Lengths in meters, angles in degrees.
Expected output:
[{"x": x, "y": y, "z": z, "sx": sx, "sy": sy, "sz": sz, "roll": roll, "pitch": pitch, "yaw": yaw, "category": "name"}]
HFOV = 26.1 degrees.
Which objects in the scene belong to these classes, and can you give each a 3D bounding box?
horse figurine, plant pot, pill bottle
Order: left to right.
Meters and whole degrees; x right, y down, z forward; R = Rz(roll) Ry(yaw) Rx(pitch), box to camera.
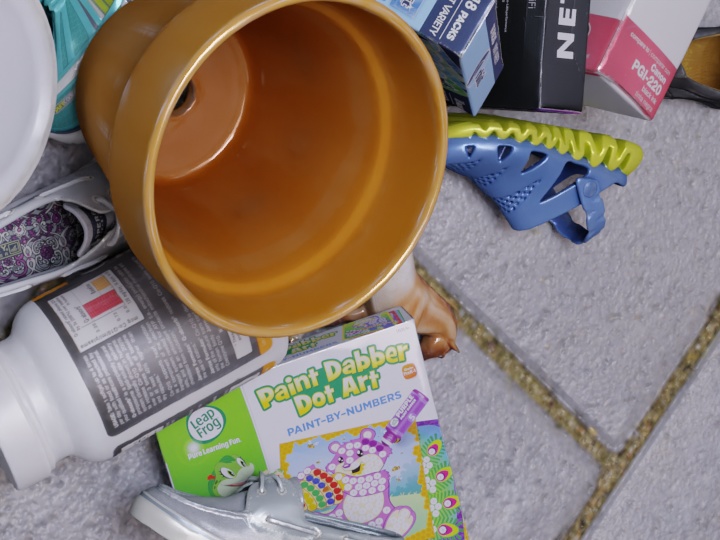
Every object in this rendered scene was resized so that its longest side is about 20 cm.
[{"x": -0.155, "y": 0.053, "z": 1.012, "sx": 0.198, "sy": 0.116, "sz": 0.118, "roll": -28, "pitch": 110, "yaw": -18, "category": "pill bottle"}, {"x": -0.079, "y": -0.087, "z": 0.930, "sx": 0.198, "sy": 0.183, "sz": 0.203, "roll": -15, "pitch": 119, "yaw": -30, "category": "plant pot"}, {"x": 0.000, "y": 0.000, "z": 1.132, "sx": 0.131, "sy": 0.050, "sz": 0.202, "roll": -23, "pitch": 111, "yaw": -16, "category": "horse figurine"}]

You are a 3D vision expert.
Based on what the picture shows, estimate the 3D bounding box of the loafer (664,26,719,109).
[{"x": 0.303, "y": -0.165, "z": 1.259, "sx": 0.198, "sy": 0.072, "sz": 0.074, "roll": -8, "pitch": 101, "yaw": -28, "category": "loafer"}]

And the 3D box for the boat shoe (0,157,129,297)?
[{"x": -0.187, "y": -0.031, "z": 1.011, "sx": 0.198, "sy": 0.068, "sz": 0.073, "roll": -17, "pitch": 105, "yaw": -26, "category": "boat shoe"}]

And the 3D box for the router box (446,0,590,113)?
[{"x": 0.092, "y": -0.214, "z": 1.086, "sx": 0.051, "sy": 0.148, "sz": 0.203, "roll": -3, "pitch": 99, "yaw": -42, "category": "router box"}]

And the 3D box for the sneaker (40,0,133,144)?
[{"x": -0.172, "y": -0.182, "z": 0.996, "sx": 0.079, "sy": 0.077, "sz": 0.203, "roll": 16, "pitch": 90, "yaw": -20, "category": "sneaker"}]

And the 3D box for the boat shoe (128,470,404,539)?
[{"x": -0.059, "y": 0.173, "z": 1.060, "sx": 0.199, "sy": 0.070, "sz": 0.072, "roll": 24, "pitch": 86, "yaw": -22, "category": "boat shoe"}]

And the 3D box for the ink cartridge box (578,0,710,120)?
[{"x": 0.185, "y": -0.226, "z": 1.138, "sx": 0.084, "sy": 0.145, "sz": 0.202, "roll": 30, "pitch": 84, "yaw": -42, "category": "ink cartridge box"}]

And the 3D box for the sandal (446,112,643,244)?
[{"x": 0.128, "y": -0.070, "z": 1.177, "sx": 0.198, "sy": 0.079, "sz": 0.088, "roll": 9, "pitch": 97, "yaw": -28, "category": "sandal"}]

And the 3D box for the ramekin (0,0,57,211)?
[{"x": -0.265, "y": -0.108, "z": 0.890, "sx": 0.199, "sy": 0.104, "sz": 0.203, "roll": -25, "pitch": 121, "yaw": -52, "category": "ramekin"}]

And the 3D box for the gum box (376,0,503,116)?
[{"x": -0.006, "y": -0.180, "z": 0.980, "sx": 0.199, "sy": 0.170, "sz": 0.045, "roll": 31, "pitch": 88, "yaw": 9, "category": "gum box"}]

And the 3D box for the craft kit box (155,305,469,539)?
[{"x": -0.033, "y": 0.150, "z": 1.113, "sx": 0.198, "sy": 0.049, "sz": 0.200, "roll": -19, "pitch": 104, "yaw": -9, "category": "craft kit box"}]
